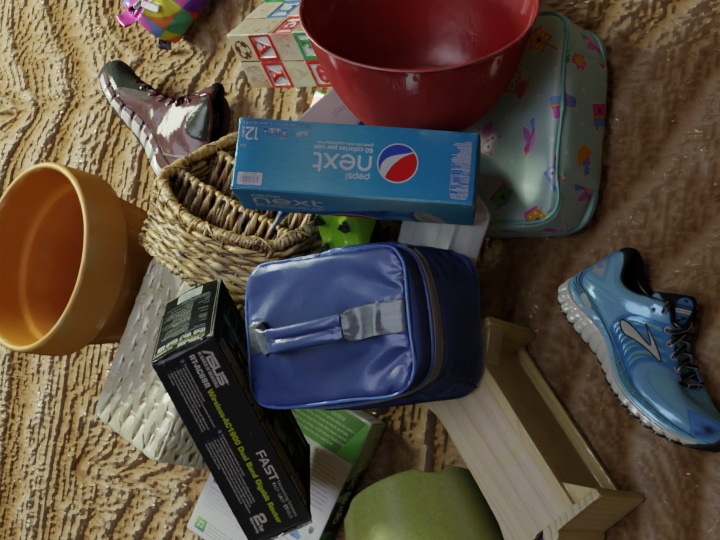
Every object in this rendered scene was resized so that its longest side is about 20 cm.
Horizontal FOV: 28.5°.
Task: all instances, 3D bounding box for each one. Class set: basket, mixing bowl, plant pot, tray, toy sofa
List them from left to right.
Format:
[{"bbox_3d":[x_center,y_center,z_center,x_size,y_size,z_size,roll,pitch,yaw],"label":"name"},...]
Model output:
[{"bbox_3d":[-0.279,-0.001,1.533,0.200,0.183,0.200,-12,72,43],"label":"plant pot"},{"bbox_3d":[-0.169,0.098,1.466,0.135,0.123,0.200,28,101,40],"label":"basket"},{"bbox_3d":[-0.113,-0.055,1.399,0.200,0.143,0.149,32,105,38],"label":"basket"},{"bbox_3d":[0.052,-0.182,1.206,0.200,0.200,0.108,38,147,38],"label":"mixing bowl"},{"bbox_3d":[0.062,-0.017,1.288,0.107,0.022,0.200,55,150,32],"label":"tray"},{"bbox_3d":[0.067,0.276,1.208,0.200,0.200,0.184,-38,48,30],"label":"plant pot"},{"bbox_3d":[0.142,0.146,1.217,0.098,0.083,0.200,-45,57,22],"label":"toy sofa"}]

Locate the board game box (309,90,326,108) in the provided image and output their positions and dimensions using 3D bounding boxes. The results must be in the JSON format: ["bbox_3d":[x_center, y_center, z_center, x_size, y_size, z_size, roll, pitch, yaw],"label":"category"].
[{"bbox_3d":[-0.043,-0.076,1.455,0.095,0.030,0.200,28,103,40],"label":"board game box"}]

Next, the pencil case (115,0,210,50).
[{"bbox_3d":[-0.186,-0.344,1.586,0.200,0.088,0.088,-48,55,23],"label":"pencil case"}]

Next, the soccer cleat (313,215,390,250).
[{"bbox_3d":[0.000,0.000,1.350,0.067,0.081,0.200,18,133,26],"label":"soccer cleat"}]

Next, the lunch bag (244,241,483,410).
[{"bbox_3d":[-0.010,0.049,1.210,0.200,0.132,0.136,-11,78,34],"label":"lunch bag"}]

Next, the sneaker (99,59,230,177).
[{"bbox_3d":[-0.206,-0.187,1.591,0.116,0.076,0.200,-44,68,21],"label":"sneaker"}]

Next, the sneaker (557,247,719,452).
[{"bbox_3d":[0.241,0.060,1.153,0.090,0.078,0.200,-46,57,21],"label":"sneaker"}]

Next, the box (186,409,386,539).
[{"bbox_3d":[-0.076,0.205,1.408,0.144,0.036,0.200,30,104,26],"label":"box"}]

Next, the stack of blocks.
[{"bbox_3d":[-0.016,-0.251,1.329,0.115,0.059,0.200,6,43,43],"label":"stack of blocks"}]

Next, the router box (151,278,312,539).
[{"bbox_3d":[-0.112,0.125,1.277,0.062,0.150,0.200,-25,108,5],"label":"router box"}]

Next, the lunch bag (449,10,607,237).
[{"bbox_3d":[0.137,-0.130,1.274,0.160,0.077,0.200,-3,80,43],"label":"lunch bag"}]

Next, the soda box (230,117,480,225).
[{"bbox_3d":[-0.002,-0.081,1.179,0.200,0.068,0.064,5,78,6],"label":"soda box"}]

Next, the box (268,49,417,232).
[{"bbox_3d":[-0.019,-0.132,1.315,0.048,0.200,0.122,44,153,4],"label":"box"}]
